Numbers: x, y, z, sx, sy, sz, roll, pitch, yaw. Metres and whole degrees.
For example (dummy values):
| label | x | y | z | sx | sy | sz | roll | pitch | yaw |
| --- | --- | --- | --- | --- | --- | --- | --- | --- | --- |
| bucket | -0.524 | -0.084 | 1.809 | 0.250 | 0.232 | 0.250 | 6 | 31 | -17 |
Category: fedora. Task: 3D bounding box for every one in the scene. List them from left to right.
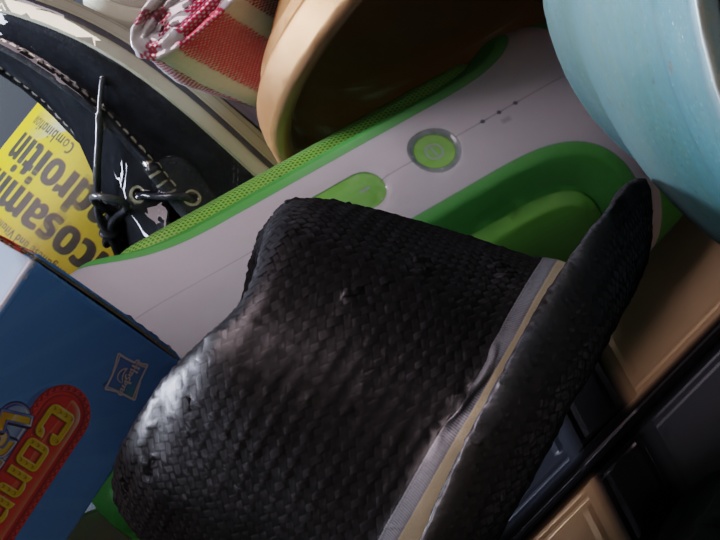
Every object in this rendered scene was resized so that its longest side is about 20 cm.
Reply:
| label | x | y | z | sx | sy | sz | roll | pitch | yaw |
| --- | --- | --- | --- | --- | --- | --- | --- | --- | --- |
| fedora | -0.004 | 0.042 | 0.702 | 0.201 | 0.091 | 0.201 | -59 | -4 | -7 |

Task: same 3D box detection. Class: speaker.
| label | x | y | z | sx | sy | sz | roll | pitch | yaw |
| --- | --- | --- | --- | --- | --- | --- | --- | --- | --- |
| speaker | 0.000 | 0.000 | 0.827 | 0.200 | 0.089 | 0.088 | -30 | 21 | -20 |

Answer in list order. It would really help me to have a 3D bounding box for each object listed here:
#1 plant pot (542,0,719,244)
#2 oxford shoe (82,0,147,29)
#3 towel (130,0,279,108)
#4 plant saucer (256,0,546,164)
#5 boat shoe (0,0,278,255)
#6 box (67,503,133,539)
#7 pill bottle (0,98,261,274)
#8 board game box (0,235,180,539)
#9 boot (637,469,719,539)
| label | x | y | z | sx | sy | sz | roll | pitch | yaw |
| --- | --- | --- | --- | --- | --- | --- | --- | --- | --- |
| plant pot | 0.136 | -0.079 | 0.689 | 0.200 | 0.200 | 0.188 | -57 | 17 | -7 |
| oxford shoe | -0.066 | -0.124 | 0.993 | 0.200 | 0.075 | 0.058 | -122 | 29 | -66 |
| towel | 0.027 | -0.121 | 0.878 | 0.200 | 0.146 | 0.030 | -38 | 72 | 11 |
| plant saucer | 0.048 | -0.102 | 0.856 | 0.200 | 0.200 | 0.038 | -42 | 72 | 21 |
| boat shoe | -0.062 | -0.024 | 0.927 | 0.062 | 0.200 | 0.075 | -48 | -6 | -10 |
| box | -0.116 | 0.115 | 0.909 | 0.200 | 0.041 | 0.156 | -26 | -5 | 41 |
| pill bottle | -0.104 | 0.009 | 1.020 | 0.200 | 0.112 | 0.112 | -52 | 28 | -3 |
| board game box | -0.166 | 0.067 | 0.769 | 0.200 | 0.056 | 0.196 | -56 | 35 | -5 |
| boot | 0.034 | 0.150 | 0.697 | 0.168 | 0.076 | 0.201 | -15 | 52 | 45 |
